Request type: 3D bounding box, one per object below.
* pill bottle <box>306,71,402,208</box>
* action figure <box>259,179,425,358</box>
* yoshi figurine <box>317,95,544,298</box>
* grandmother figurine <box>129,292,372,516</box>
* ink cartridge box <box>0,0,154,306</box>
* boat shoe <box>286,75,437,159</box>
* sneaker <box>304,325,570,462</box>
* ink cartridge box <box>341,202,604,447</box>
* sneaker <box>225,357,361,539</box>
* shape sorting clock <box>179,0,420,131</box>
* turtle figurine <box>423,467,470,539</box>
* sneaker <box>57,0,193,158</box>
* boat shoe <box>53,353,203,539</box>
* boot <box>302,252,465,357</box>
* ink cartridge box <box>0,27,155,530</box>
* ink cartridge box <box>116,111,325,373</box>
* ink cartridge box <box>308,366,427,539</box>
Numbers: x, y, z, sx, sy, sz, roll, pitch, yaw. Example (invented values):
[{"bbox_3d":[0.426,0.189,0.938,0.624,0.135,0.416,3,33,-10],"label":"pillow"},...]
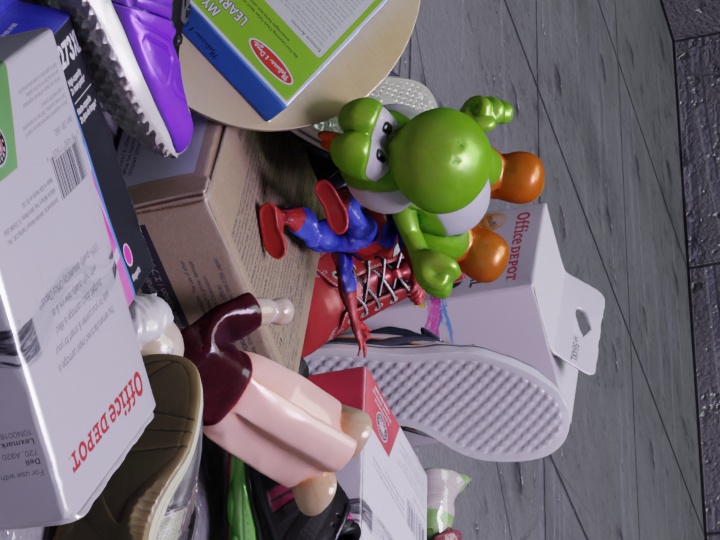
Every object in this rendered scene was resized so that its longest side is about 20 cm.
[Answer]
[{"bbox_3d":[-0.013,-0.098,1.752,0.200,0.111,0.113,5,76,-74],"label":"pill bottle"},{"bbox_3d":[0.000,0.000,1.543,0.200,0.065,0.100,0,71,-74],"label":"action figure"},{"bbox_3d":[0.056,-0.052,1.485,0.200,0.112,0.113,26,40,-60],"label":"yoshi figurine"},{"bbox_3d":[-0.078,0.067,1.405,0.200,0.060,0.122,31,81,-41],"label":"grandmother figurine"},{"bbox_3d":[-0.165,-0.071,1.310,0.095,0.037,0.201,-66,139,-66],"label":"ink cartridge box"},{"bbox_3d":[-0.020,-0.104,1.551,0.200,0.062,0.075,13,71,-58],"label":"boat shoe"},{"bbox_3d":[0.051,0.081,1.724,0.079,0.198,0.079,-54,155,-79],"label":"sneaker"},{"bbox_3d":[0.079,0.041,1.834,0.129,0.199,0.126,-75,152,-58],"label":"ink cartridge box"},{"bbox_3d":[-0.042,0.147,1.518,0.077,0.083,0.202,106,-16,-72],"label":"sneaker"},{"bbox_3d":[-0.058,-0.182,1.442,0.039,0.199,0.202,162,-80,-67],"label":"shape sorting clock"},{"bbox_3d":[0.063,0.255,1.767,0.144,0.198,0.195,122,-34,-58],"label":"turtle figurine"},{"bbox_3d":[-0.118,-0.160,1.358,0.069,0.099,0.201,28,-33,53],"label":"sneaker"},{"bbox_3d":[-0.123,0.137,1.289,0.066,0.071,0.202,74,21,-46],"label":"boat shoe"},{"bbox_3d":[0.005,0.009,1.691,0.200,0.143,0.073,-53,133,-68],"label":"boot"},{"bbox_3d":[-0.174,0.005,1.136,0.146,0.084,0.201,-57,135,-68],"label":"ink cartridge box"},{"bbox_3d":[-0.087,-0.036,1.510,0.201,0.075,0.165,-80,154,-51],"label":"ink cartridge box"},{"bbox_3d":[-0.013,0.190,1.624,0.147,0.082,0.201,63,22,-48],"label":"ink cartridge box"}]
